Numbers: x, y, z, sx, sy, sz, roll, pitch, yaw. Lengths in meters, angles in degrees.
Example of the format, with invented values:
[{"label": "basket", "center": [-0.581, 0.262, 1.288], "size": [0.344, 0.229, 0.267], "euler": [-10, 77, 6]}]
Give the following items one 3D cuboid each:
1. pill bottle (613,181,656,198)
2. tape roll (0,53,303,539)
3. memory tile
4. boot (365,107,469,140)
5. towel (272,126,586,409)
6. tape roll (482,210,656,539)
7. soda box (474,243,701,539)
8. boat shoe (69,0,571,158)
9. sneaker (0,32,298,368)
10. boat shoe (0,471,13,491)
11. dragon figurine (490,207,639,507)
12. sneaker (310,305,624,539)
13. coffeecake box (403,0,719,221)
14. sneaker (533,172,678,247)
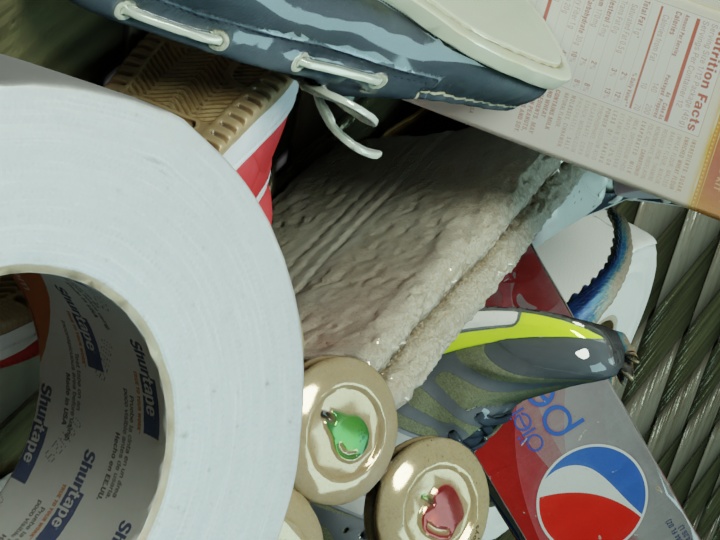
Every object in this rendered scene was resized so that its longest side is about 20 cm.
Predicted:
[{"label": "pill bottle", "center": [0.155, -0.134, 0.980], "size": [0.114, 0.113, 0.202], "euler": [4, 84, -71]}, {"label": "tape roll", "center": [-0.110, 0.043, 0.595], "size": [0.199, 0.066, 0.202], "euler": [-15, 113, -39]}, {"label": "memory tile", "center": [-0.044, 0.114, 0.722], "size": [0.153, 0.017, 0.201], "euler": [42, 69, -32]}, {"label": "boot", "center": [-0.001, 0.021, 1.025], "size": [0.202, 0.070, 0.144], "euler": [-55, 156, -26]}, {"label": "towel", "center": [0.000, 0.000, 0.869], "size": [0.200, 0.132, 0.035], "euler": [-47, 123, -45]}, {"label": "tape roll", "center": [0.094, 0.055, 1.316], "size": [0.203, 0.071, 0.203], "euler": [-50, 159, -27]}, {"label": "soda box", "center": [0.075, 0.062, 0.971], "size": [0.070, 0.201, 0.063], "euler": [-31, -163, -2]}, {"label": "boat shoe", "center": [-0.012, -0.084, 0.723], "size": [0.199, 0.075, 0.062], "euler": [12, 127, -47]}, {"label": "sneaker", "center": [-0.085, 0.003, 0.740], "size": [0.200, 0.071, 0.113], "euler": [-44, 154, -46]}, {"label": "boat shoe", "center": [-0.104, 0.117, 0.876], "size": [0.074, 0.065, 0.200], "euler": [-64, 162, 14]}, {"label": "dragon figurine", "center": [0.073, 0.054, 1.054], "size": [0.059, 0.099, 0.201], "euler": [131, -28, -79]}, {"label": "sneaker", "center": [0.017, 0.072, 0.885], "size": [0.199, 0.081, 0.074], "euler": [-24, 163, 24]}, {"label": "coffeecake box", "center": [0.094, -0.089, 0.860], "size": [0.153, 0.199, 0.074], "euler": [-19, 129, -64]}, {"label": "sneaker", "center": [0.133, -0.061, 1.063], "size": [0.199, 0.129, 0.080], "euler": [-45, 133, -73]}]
